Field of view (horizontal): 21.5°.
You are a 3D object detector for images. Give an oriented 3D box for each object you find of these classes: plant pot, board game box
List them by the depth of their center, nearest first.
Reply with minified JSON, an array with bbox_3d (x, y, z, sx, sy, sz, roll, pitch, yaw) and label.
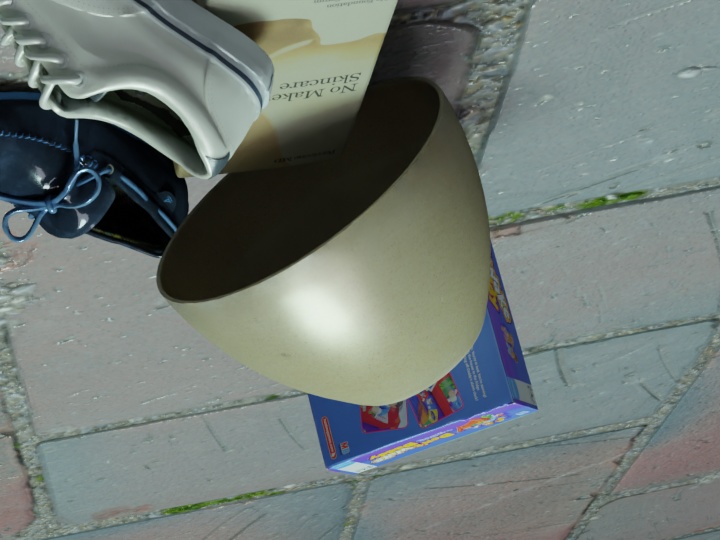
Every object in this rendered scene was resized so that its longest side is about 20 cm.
[{"bbox_3d":[0.000,0.000,1.117,0.200,0.200,0.135,-25,116,28],"label":"plant pot"},{"bbox_3d":[0.021,0.015,1.219,0.134,0.201,0.045,-21,162,20],"label":"board game box"}]

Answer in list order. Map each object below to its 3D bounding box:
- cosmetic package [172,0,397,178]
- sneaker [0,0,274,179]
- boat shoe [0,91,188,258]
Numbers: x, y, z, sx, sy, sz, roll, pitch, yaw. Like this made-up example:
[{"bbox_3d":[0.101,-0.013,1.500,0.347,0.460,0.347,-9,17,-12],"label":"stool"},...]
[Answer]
[{"bbox_3d":[-0.048,-0.127,0.997,0.105,0.071,0.200,-9,159,-12],"label":"cosmetic package"},{"bbox_3d":[-0.134,-0.112,0.879,0.200,0.071,0.073,28,154,-14],"label":"sneaker"},{"bbox_3d":[-0.165,-0.053,1.119,0.084,0.069,0.200,-28,155,34],"label":"boat shoe"}]
